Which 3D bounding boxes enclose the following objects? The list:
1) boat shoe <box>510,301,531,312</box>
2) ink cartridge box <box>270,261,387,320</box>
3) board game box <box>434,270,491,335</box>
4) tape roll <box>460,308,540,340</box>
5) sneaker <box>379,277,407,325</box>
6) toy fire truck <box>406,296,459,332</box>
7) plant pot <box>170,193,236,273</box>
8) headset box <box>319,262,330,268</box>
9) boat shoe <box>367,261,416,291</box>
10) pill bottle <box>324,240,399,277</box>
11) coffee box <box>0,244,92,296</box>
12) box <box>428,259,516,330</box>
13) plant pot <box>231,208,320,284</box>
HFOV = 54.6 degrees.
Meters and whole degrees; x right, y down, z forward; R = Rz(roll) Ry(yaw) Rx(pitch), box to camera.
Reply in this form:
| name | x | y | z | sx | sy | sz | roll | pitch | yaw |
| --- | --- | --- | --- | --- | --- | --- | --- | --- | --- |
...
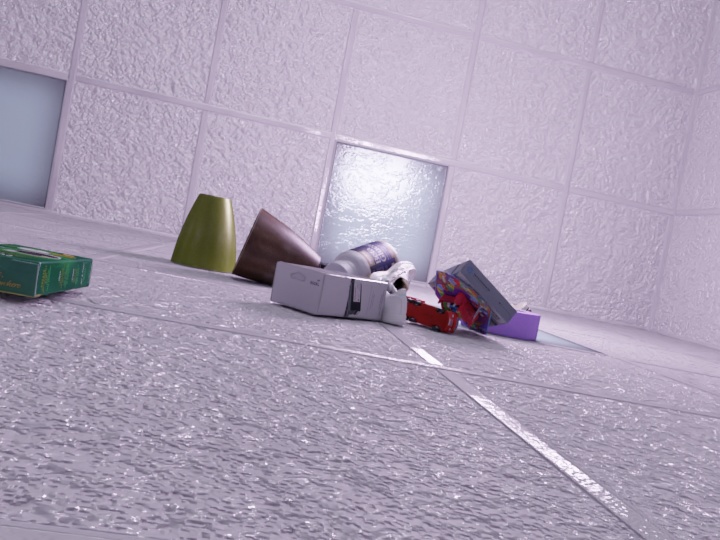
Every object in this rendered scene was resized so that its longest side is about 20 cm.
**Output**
| name | x | y | z | sx | sy | sz | roll | pitch | yaw |
| --- | --- | --- | --- | --- | --- | --- | --- | --- | --- |
| boat shoe | 0.452 | 0.137 | 2.058 | 0.060 | 0.072 | 0.200 | 50 | -16 | -3 |
| ink cartridge box | -0.063 | 0.043 | 1.423 | 0.143 | 0.086 | 0.198 | 12 | 1 | 41 |
| board game box | 0.218 | 0.086 | 1.574 | 0.157 | 0.039 | 0.201 | 39 | -19 | 21 |
| tape roll | 0.360 | 0.126 | 1.799 | 0.196 | 0.067 | 0.200 | 12 | 2 | 0 |
| sneaker | 0.037 | 0.058 | 1.523 | 0.074 | 0.090 | 0.199 | 8 | 3 | -39 |
| toy fire truck | 0.152 | 0.099 | 1.589 | 0.198 | 0.050 | 0.140 | 16 | 1 | 39 |
| plant pot | -0.429 | -0.110 | 1.982 | 0.184 | 0.204 | 0.187 | 11 | 2 | 0 |
| headset box | -0.117 | 0.015 | 2.017 | 0.196 | 0.079 | 0.149 | 12 | 3 | 1 |
| boat shoe | 0.084 | 0.032 | 1.643 | 0.069 | 0.072 | 0.199 | 29 | 29 | 26 |
| pill bottle | 0.000 | 0.000 | 1.674 | 0.110 | 0.113 | 0.199 | 12 | 20 | 33 |
| coffee box | -0.446 | -0.003 | 0.921 | 0.121 | 0.045 | 0.200 | 11 | 2 | -5 |
| box | 0.249 | 0.061 | 1.583 | 0.156 | 0.041 | 0.200 | 47 | -18 | -3 |
| plant pot | -0.212 | -0.035 | 1.840 | 0.198 | 0.189 | 0.187 | 26 | -1 | -11 |
